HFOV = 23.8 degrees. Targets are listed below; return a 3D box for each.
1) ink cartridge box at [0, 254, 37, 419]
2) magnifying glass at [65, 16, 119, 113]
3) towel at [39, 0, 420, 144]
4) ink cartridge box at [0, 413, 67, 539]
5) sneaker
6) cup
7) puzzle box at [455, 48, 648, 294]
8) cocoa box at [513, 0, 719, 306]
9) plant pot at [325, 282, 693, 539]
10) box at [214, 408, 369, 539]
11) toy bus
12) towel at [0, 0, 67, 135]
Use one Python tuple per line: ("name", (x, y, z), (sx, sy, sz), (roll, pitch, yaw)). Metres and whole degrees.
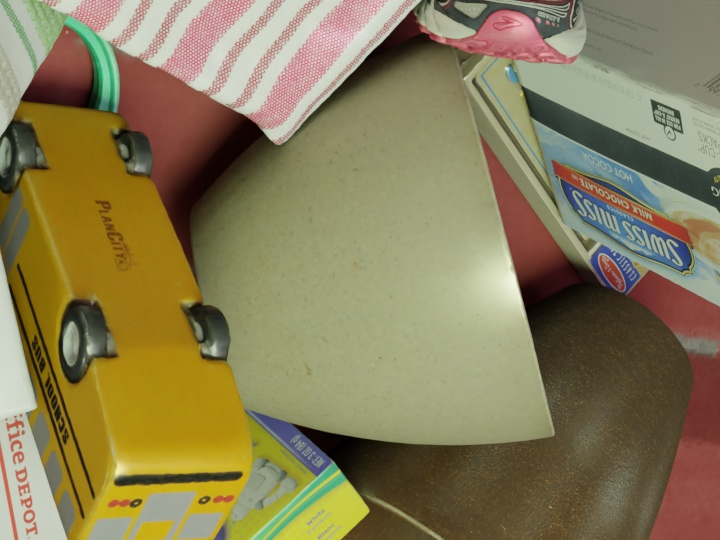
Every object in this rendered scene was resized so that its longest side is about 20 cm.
("ink cartridge box", (-0.223, -0.022, 0.662), (0.145, 0.084, 0.202), (-16, 96, -29))
("magnifying glass", (-0.137, -0.035, 0.799), (0.079, 0.022, 0.201), (-26, 123, -23))
("towel", (-0.041, -0.134, 0.680), (0.146, 0.030, 0.200), (-44, 142, 15))
("ink cartridge box", (-0.206, 0.089, 0.772), (0.199, 0.068, 0.117), (-18, 118, -27))
("sneaker", (0.072, -0.161, 0.793), (0.080, 0.201, 0.075), (11, 128, 0))
("cup", (0.000, 0.000, 0.819), (0.142, 0.201, 0.201), (-16, 122, 4))
("puzzle box", (0.138, -0.090, 0.964), (0.133, 0.025, 0.200), (-47, 129, -8))
("cocoa box", (0.193, -0.075, 0.862), (0.133, 0.200, 0.132), (-33, 125, -18))
("plant pot", (0.092, 0.107, 0.935), (0.200, 0.186, 0.188), (-49, 130, -25))
("box", (-0.105, 0.147, 0.835), (0.200, 0.117, 0.048), (-44, 130, -10))
("toy bus", (-0.109, 0.018, 0.712), (0.065, 0.201, 0.079), (2, 134, -33))
("towel", (-0.152, -0.138, 0.654), (0.030, 0.201, 0.150), (-11, 127, 20))
